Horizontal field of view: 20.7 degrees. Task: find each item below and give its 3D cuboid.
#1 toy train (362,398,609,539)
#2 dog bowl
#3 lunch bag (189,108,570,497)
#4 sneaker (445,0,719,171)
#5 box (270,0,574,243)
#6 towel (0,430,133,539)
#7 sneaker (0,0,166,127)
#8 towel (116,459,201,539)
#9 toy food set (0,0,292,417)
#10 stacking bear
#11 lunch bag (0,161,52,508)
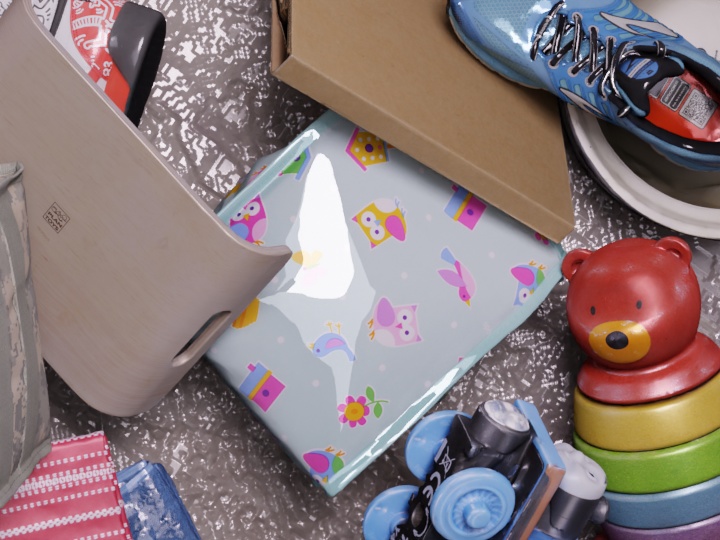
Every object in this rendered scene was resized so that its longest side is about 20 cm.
[{"bbox_3d":[0.059,0.163,1.086,0.114,0.087,0.201,18,111,-23],"label":"toy train"},{"bbox_3d":[0.206,-0.114,1.189,0.199,0.074,0.201,1,85,-10],"label":"dog bowl"},{"bbox_3d":[0.000,0.000,1.118,0.200,0.122,0.170,-42,92,-6],"label":"lunch bag"},{"bbox_3d":[0.142,-0.119,1.088,0.199,0.090,0.079,26,96,-6],"label":"sneaker"},{"bbox_3d":[0.034,-0.117,1.101,0.200,0.021,0.164,30,37,-27],"label":"box"},{"bbox_3d":[-0.185,0.199,1.064,0.144,0.022,0.201,-13,93,-12],"label":"towel"},{"bbox_3d":[-0.191,-0.068,1.121,0.107,0.067,0.202,19,89,6],"label":"sneaker"},{"bbox_3d":[-0.175,0.196,1.103,0.199,0.049,0.112,-29,91,-12],"label":"towel"},{"bbox_3d":[-0.143,-0.037,1.038,0.200,0.060,0.144,47,123,3],"label":"toy food set"},{"bbox_3d":[0.166,0.078,1.113,0.121,0.114,0.201,-4,112,28],"label":"stacking bear"},{"bbox_3d":[-0.228,0.045,0.943,0.117,0.200,0.165,-1,105,11],"label":"lunch bag"}]
